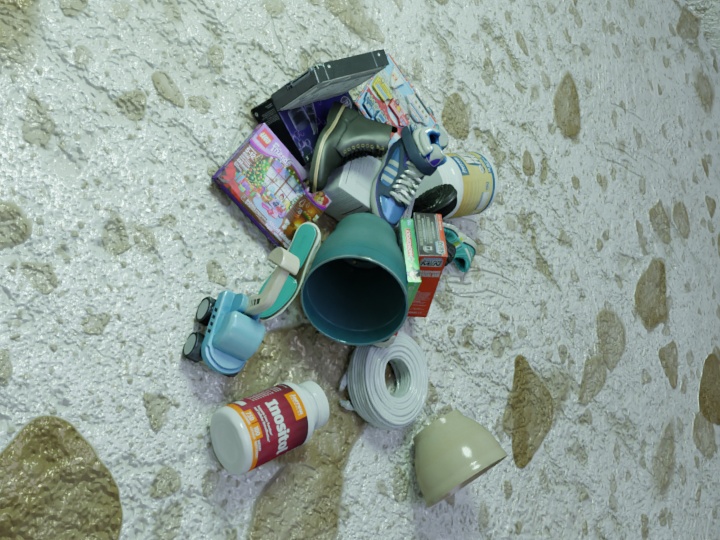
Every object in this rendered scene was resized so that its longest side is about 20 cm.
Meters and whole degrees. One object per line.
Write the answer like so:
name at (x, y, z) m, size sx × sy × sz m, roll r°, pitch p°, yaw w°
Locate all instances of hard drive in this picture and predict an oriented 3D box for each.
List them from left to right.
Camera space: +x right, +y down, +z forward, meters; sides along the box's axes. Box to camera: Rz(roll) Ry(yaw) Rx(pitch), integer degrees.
hard drive at (-0.055, -0.355, 1.362) m, size 0.198 × 0.138 × 0.039 m, roll -27°, pitch 96°, yaw -42°

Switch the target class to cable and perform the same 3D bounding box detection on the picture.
cable at (0.058, 0.219, 1.495) m, size 0.199 × 0.068 × 0.204 m, roll 37°, pitch 58°, yaw -31°

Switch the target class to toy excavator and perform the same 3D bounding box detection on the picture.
toy excavator at (-0.186, 0.072, 1.212) m, size 0.099 × 0.197 × 0.199 m, roll 31°, pitch 62°, yaw -33°

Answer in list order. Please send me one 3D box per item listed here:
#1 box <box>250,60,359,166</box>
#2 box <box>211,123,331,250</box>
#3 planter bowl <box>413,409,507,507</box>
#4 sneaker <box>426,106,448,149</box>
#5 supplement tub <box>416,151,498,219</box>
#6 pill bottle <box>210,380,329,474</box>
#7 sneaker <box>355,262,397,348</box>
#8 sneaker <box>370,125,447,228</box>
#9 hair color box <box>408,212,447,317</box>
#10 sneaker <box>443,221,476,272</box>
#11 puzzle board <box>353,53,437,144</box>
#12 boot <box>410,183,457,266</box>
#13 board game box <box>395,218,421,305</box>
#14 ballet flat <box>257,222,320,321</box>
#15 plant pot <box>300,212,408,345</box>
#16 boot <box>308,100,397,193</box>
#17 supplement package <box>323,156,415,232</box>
box at (-0.101, -0.307, 1.455) m, size 0.200 × 0.078 × 0.144 m, roll -44°, pitch 113°, yaw -39°
box at (-0.163, -0.150, 1.362) m, size 0.200 × 0.039 × 0.138 m, roll 47°, pitch 72°, yaw -25°
planter bowl at (0.190, 0.379, 1.521) m, size 0.197 × 0.201 × 0.137 m, roll -11°, pitch 61°, yaw -43°
sneaker at (0.143, -0.331, 1.676) m, size 0.197 × 0.085 × 0.080 m, roll 23°, pitch 67°, yaw -37°
supplement tub at (0.207, -0.194, 1.668) m, size 0.197 × 0.143 × 0.149 m, roll -12°, pitch 89°, yaw -43°
pill bottle at (-0.152, 0.262, 1.263) m, size 0.197 × 0.111 × 0.116 m, roll -17°, pitch 92°, yaw -43°
sneaker at (0.040, 0.054, 1.468) m, size 0.075 × 0.086 × 0.204 m, roll 2°, pitch 52°, yaw -31°
sneaker at (0.100, -0.187, 1.416) m, size 0.080 × 0.145 × 0.205 m, roll 30°, pitch 60°, yaw -32°
hair color box at (0.123, -0.008, 1.500) m, size 0.062 × 0.202 × 0.113 m, roll 2°, pitch 52°, yaw -7°
sneaker at (0.199, -0.059, 1.684) m, size 0.197 × 0.076 × 0.082 m, roll 27°, pitch 73°, yaw -36°
puzzle board at (0.082, -0.337, 1.562) m, size 0.200 × 0.017 × 0.153 m, roll 48°, pitch 63°, yaw -31°
boot at (0.163, -0.083, 1.568) m, size 0.158 × 0.209 × 0.080 m, roll 43°, pitch 44°, yaw -20°
board game box at (0.081, 0.008, 1.466) m, size 0.028 × 0.201 × 0.138 m, roll 0°, pitch 62°, yaw -9°
ballet flat at (-0.128, 0.008, 1.357) m, size 0.069 × 0.069 × 0.203 m, roll 32°, pitch 85°, yaw -32°
plant pot at (0.000, 0.000, 1.364) m, size 0.201 × 0.197 × 0.190 m, roll 47°, pitch 30°, yaw -24°
boot at (-0.014, -0.220, 1.370) m, size 0.135 × 0.078 × 0.205 m, roll 18°, pitch 65°, yaw 0°
supplement package at (0.006, -0.155, 1.497) m, size 0.198 × 0.108 × 0.117 m, roll 32°, pitch 61°, yaw -33°
